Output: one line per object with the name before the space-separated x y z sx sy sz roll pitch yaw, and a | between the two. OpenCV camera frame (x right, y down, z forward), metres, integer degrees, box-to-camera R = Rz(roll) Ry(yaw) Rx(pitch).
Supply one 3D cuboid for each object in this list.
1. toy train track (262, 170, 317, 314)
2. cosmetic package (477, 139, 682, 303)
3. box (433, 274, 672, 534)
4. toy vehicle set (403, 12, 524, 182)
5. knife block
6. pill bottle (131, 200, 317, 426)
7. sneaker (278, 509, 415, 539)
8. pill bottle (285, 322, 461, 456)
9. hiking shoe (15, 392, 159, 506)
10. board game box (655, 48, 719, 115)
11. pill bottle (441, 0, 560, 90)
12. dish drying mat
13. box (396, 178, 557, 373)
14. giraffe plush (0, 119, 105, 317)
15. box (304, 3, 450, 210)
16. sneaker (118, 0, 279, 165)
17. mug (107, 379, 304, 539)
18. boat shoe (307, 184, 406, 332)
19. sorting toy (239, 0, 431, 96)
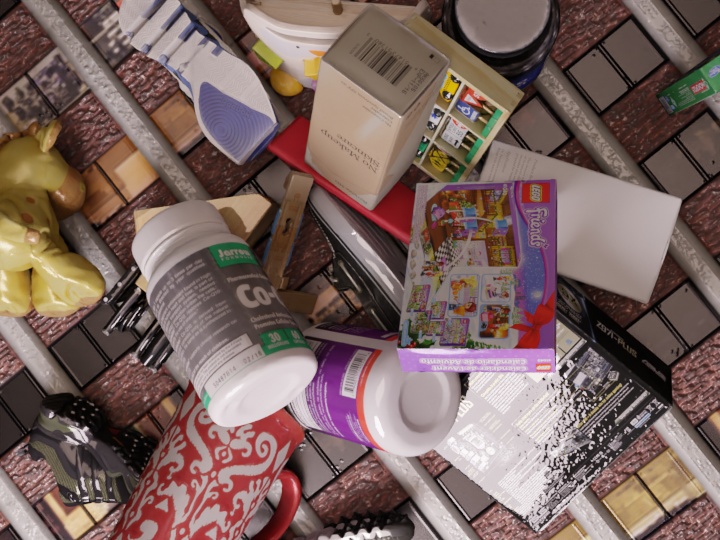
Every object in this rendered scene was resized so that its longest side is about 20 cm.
toy train track | -0.092 -0.014 1.133 0.114 0.033 0.201 9 116 -24
cosmetic package | 0.210 -0.050 1.099 0.199 0.081 0.113 20 93 4
box | 0.179 0.129 1.068 0.164 0.086 0.200 38 115 0
toy vehicle set | 0.074 -0.155 1.052 0.124 0.200 0.027 37 70 3
knife block | -0.176 0.016 1.148 0.199 0.064 0.176 -8 91 6
pill bottle | -0.134 0.038 1.032 0.113 0.113 0.200 -36 67 5
sneaker | -0.029 0.315 1.140 0.199 0.066 0.091 -19 92 10
pill bottle | -0.003 0.111 1.065 0.112 0.200 0.113 -3 95 -38
hiking shoe | -0.273 0.220 1.167 0.200 0.076 0.101 36 112 6
board game box | 0.359 -0.205 1.019 0.134 0.200 0.029 -35 90 6
pill bottle | 0.133 -0.234 1.041 0.111 0.200 0.112 0 91 6
dish drying mat | 0.000 -0.089 1.127 0.200 0.077 0.018 33 132 5
box | 0.111 0.002 0.992 0.136 0.039 0.201 -1 51 12
giraffe plush | -0.351 -0.064 1.131 0.172 0.200 0.163 -3 59 15
box | 0.010 -0.147 1.019 0.095 0.200 0.078 36 69 8
sneaker | -0.153 -0.208 1.116 0.080 0.115 0.200 -40 90 12
mug | -0.142 0.231 1.079 0.177 0.133 0.200 34 65 -10
boat shoe | 0.000 0.000 1.124 0.071 0.072 0.200 -41 79 20
sorting toy | -0.037 -0.234 1.069 0.199 0.180 0.107 6 92 6
